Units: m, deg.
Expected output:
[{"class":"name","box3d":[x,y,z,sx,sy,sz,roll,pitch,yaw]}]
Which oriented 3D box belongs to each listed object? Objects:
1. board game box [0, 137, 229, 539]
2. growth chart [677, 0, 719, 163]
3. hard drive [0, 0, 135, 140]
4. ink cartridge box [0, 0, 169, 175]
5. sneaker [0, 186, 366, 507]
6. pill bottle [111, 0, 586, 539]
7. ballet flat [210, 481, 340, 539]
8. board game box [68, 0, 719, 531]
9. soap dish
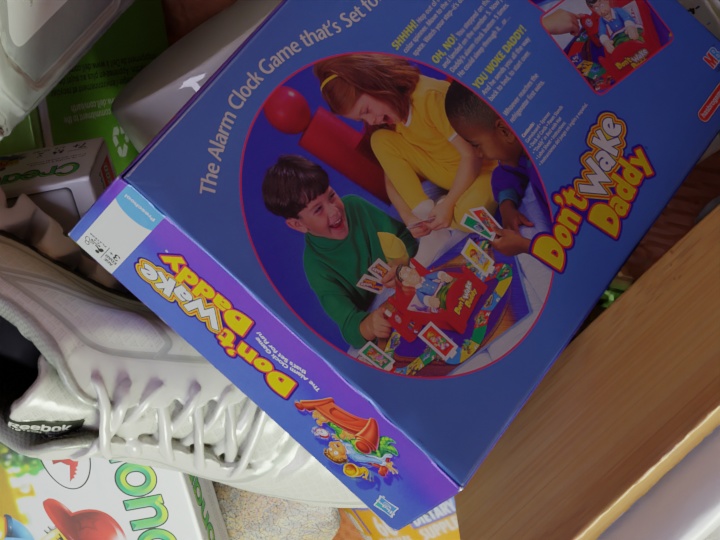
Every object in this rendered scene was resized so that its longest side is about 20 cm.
[{"class":"board game box","box3d":[-0.120,0.061,0.846,0.126,0.035,0.200,-11,115,11]},{"class":"growth chart","box3d":[0.056,-0.105,0.861,0.200,0.018,0.145,44,126,-6]},{"class":"hard drive","box3d":[-0.096,-0.141,0.788,0.038,0.200,0.140,9,122,14]},{"class":"ink cartridge box","box3d":[-0.174,-0.050,0.867,0.148,0.200,0.076,-7,98,25]},{"class":"sneaker","box3d":[-0.068,0.036,0.767,0.200,0.081,0.075,19,114,-7]},{"class":"pill bottle","box3d":[0.000,0.000,0.888,0.112,0.112,0.200,-26,108,32]},{"class":"ballet flat","box3d":[-0.081,0.107,0.934,0.068,0.067,0.200,44,150,-21]},{"class":"board game box","box3d":[0.023,-0.038,0.780,0.134,0.200,0.045,43,146,-5]},{"class":"soap dish","box3d":[0.132,0.052,0.812,0.157,0.200,0.081,-46,62,22]}]
